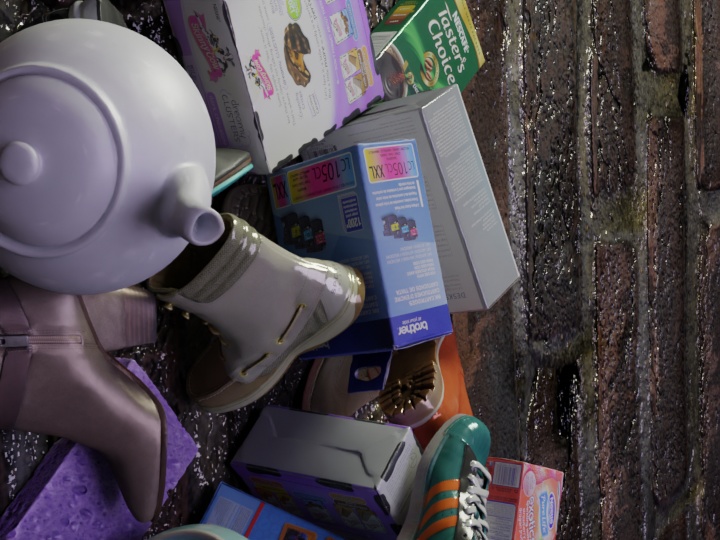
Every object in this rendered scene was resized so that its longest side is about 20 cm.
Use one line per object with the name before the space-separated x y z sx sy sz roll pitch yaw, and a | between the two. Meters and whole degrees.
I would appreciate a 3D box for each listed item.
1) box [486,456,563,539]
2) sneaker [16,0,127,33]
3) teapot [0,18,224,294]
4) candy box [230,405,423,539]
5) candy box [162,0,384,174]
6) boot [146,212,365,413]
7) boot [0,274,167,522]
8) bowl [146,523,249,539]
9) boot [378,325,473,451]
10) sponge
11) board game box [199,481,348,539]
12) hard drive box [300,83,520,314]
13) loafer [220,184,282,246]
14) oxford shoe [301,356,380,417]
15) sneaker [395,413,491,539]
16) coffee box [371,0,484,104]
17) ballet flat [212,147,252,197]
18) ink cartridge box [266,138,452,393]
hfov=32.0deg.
box | 0.096 0.239 1.278 0.094 0.198 0.104 23 73 -52
sneaker | -0.206 -0.098 0.934 0.080 0.085 0.203 -6 87 -80
teapot | -0.199 -0.074 0.819 0.199 0.198 0.146 64 14 -1
candy box | 0.000 0.223 1.156 0.072 0.166 0.201 -57 135 -33
candy box | -0.072 -0.200 1.130 0.200 0.071 0.170 -39 123 -48
boot | -0.114 0.036 1.013 0.154 0.199 0.073 25 41 -40
boot | -0.220 0.095 0.921 0.145 0.070 0.203 -4 93 -33
bowl | -0.128 0.273 0.951 0.202 0.198 0.106 -57 142 -36
boot | 0.069 0.114 1.191 0.108 0.074 0.201 55 21 -22
sponge | -0.211 0.181 0.986 0.201 0.030 0.112 -58 134 -34
board game box | -0.064 0.289 1.066 0.037 0.198 0.152 96 19 -57
hard drive box | 0.045 -0.060 1.211 0.077 0.154 0.202 -37 114 -48
loafer | -0.059 -0.011 1.165 0.199 0.068 0.077 34 62 -33
oxford shoe | 0.012 0.093 1.259 0.200 0.073 0.071 -49 132 -40
sneaker | 0.080 0.216 1.042 0.071 0.079 0.202 49 55 -44
coffee box | 0.062 -0.223 1.343 0.201 0.043 0.124 -53 132 -40
ballet flat | -0.164 -0.057 1.005 0.069 0.068 0.200 53 52 -14
ink cartridge box | 0.000 0.000 1.078 0.076 0.136 0.203 -13 91 -40
